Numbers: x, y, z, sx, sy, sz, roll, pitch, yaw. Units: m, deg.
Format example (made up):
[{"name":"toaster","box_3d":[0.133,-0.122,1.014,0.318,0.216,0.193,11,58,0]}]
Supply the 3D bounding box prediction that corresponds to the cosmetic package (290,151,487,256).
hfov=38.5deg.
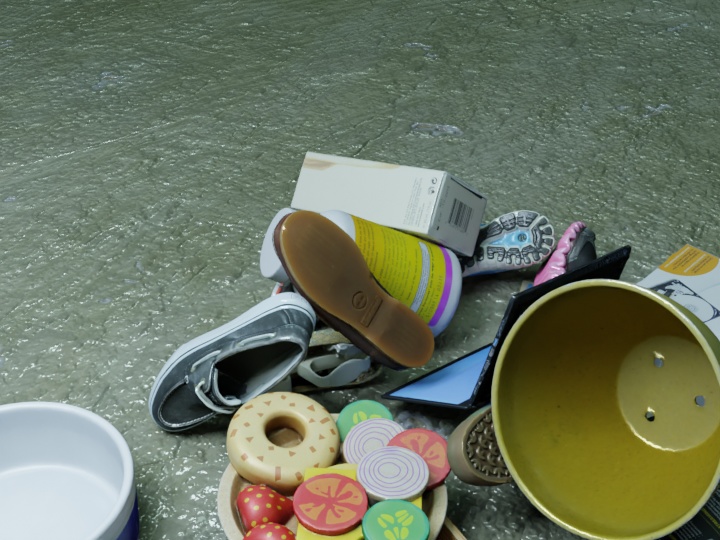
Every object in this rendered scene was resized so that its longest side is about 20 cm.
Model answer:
[{"name":"cosmetic package","box_3d":[0.031,-0.077,1.163,0.198,0.072,0.105,13,-5,36]}]

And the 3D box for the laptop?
[{"name":"laptop","box_3d":[0.136,0.052,0.976,0.176,0.202,0.103,-20,49,-40]}]

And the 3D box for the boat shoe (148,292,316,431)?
[{"name":"boat shoe","box_3d":[-0.125,0.094,0.938,0.199,0.072,0.071,-39,23,22]}]

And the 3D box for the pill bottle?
[{"name":"pill bottle","box_3d":[0.000,0.000,1.069,0.198,0.105,0.105,18,26,-26]}]

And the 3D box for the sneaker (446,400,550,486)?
[{"name":"sneaker","box_3d":[0.128,0.150,0.922,0.199,0.068,0.090,-17,-8,-45]}]

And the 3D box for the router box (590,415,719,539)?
[{"name":"router box","box_3d":[0.284,0.209,0.876,0.148,0.052,0.200,-15,36,-19]}]

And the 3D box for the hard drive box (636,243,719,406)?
[{"name":"hard drive box","box_3d":[0.381,0.071,1.059,0.199,0.077,0.155,29,42,31]}]

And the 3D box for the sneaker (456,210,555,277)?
[{"name":"sneaker","box_3d":[0.132,-0.020,1.211,0.198,0.079,0.090,-2,-10,17]}]

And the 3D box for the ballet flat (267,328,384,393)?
[{"name":"ballet flat","box_3d":[-0.064,0.098,1.019,0.198,0.071,0.071,-11,35,-22]}]

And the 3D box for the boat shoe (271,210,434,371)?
[{"name":"boat shoe","box_3d":[-0.016,0.024,0.973,0.071,0.200,0.070,-50,23,-20]}]

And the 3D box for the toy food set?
[{"name":"toy food set","box_3d":[-0.020,0.178,0.854,0.195,0.049,0.201,2,33,1]}]

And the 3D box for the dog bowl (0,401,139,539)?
[{"name":"dog bowl","box_3d":[-0.283,0.203,0.846,0.197,0.080,0.201,1,33,-1]}]

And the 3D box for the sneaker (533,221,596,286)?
[{"name":"sneaker","box_3d":[0.243,0.022,1.144,0.095,0.079,0.200,30,39,3]}]

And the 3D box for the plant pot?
[{"name":"plant pot","box_3d":[0.228,0.106,0.841,0.199,0.202,0.141,29,19,35]}]

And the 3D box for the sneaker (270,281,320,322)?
[{"name":"sneaker","box_3d":[-0.031,0.017,1.137,0.081,0.078,0.200,23,40,19]}]

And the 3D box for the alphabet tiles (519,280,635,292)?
[{"name":"alphabet tiles","box_3d":[0.251,0.062,1.137,0.164,0.006,0.201,10,35,12]}]

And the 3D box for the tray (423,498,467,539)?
[{"name":"tray","box_3d":[0.030,0.233,0.849,0.098,0.037,0.200,-18,37,-26]}]
